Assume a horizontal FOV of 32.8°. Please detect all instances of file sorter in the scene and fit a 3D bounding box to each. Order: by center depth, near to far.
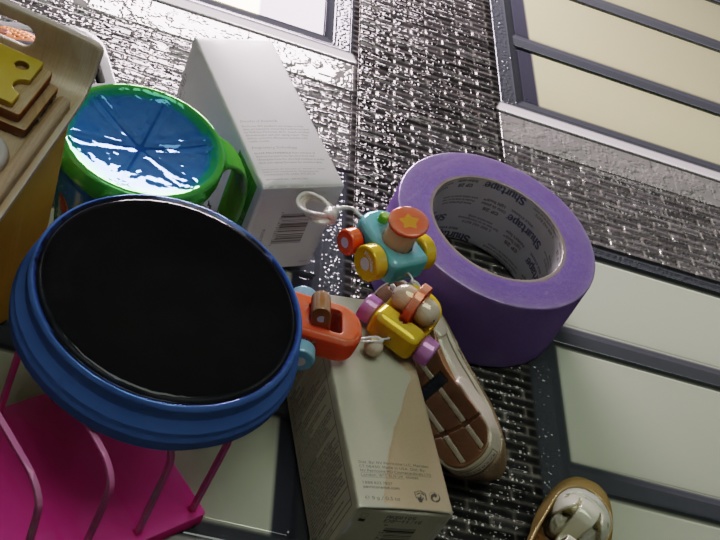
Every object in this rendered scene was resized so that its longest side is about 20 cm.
[{"bbox_3d":[-0.207,0.117,0.816,0.200,0.126,0.139,-17,58,-39],"label":"file sorter"}]

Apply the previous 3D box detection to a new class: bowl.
[{"bbox_3d":[-0.132,0.027,0.823,0.200,0.039,0.201,16,43,-15],"label":"bowl"}]

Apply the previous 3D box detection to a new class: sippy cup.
[{"bbox_3d":[-0.192,-0.060,0.999,0.177,0.130,0.140,26,40,-2],"label":"sippy cup"}]

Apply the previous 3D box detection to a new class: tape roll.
[{"bbox_3d":[0.112,-0.012,1.149,0.199,0.085,0.200,14,43,-14],"label":"tape roll"}]

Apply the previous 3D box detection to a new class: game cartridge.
[{"bbox_3d":[-0.281,-0.009,0.848,0.032,0.200,0.176,34,41,9],"label":"game cartridge"}]

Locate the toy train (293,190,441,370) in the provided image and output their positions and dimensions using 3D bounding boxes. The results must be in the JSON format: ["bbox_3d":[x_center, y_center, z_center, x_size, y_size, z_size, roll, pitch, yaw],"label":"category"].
[{"bbox_3d":[0.000,0.000,0.959,0.150,0.056,0.200,20,41,-13],"label":"toy train"}]

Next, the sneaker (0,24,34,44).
[{"bbox_3d":[-0.299,-0.148,1.009,0.112,0.078,0.200,-2,50,-27],"label":"sneaker"}]

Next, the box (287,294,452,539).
[{"bbox_3d":[-0.001,0.123,0.945,0.078,0.095,0.200,8,46,-22],"label":"box"}]

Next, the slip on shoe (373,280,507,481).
[{"bbox_3d":[0.066,0.094,1.038,0.061,0.076,0.200,38,14,-51],"label":"slip on shoe"}]

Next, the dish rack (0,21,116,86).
[{"bbox_3d":[-0.319,-0.156,1.097,0.199,0.044,0.172,0,49,-28],"label":"dish rack"}]

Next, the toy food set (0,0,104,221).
[{"bbox_3d":[-0.262,-0.116,0.769,0.143,0.060,0.200,23,41,-4],"label":"toy food set"}]

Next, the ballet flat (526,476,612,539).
[{"bbox_3d":[0.162,0.219,0.956,0.069,0.063,0.200,35,41,7],"label":"ballet flat"}]

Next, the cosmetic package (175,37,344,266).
[{"bbox_3d":[-0.099,-0.109,1.117,0.085,0.108,0.200,-4,49,-30],"label":"cosmetic package"}]
